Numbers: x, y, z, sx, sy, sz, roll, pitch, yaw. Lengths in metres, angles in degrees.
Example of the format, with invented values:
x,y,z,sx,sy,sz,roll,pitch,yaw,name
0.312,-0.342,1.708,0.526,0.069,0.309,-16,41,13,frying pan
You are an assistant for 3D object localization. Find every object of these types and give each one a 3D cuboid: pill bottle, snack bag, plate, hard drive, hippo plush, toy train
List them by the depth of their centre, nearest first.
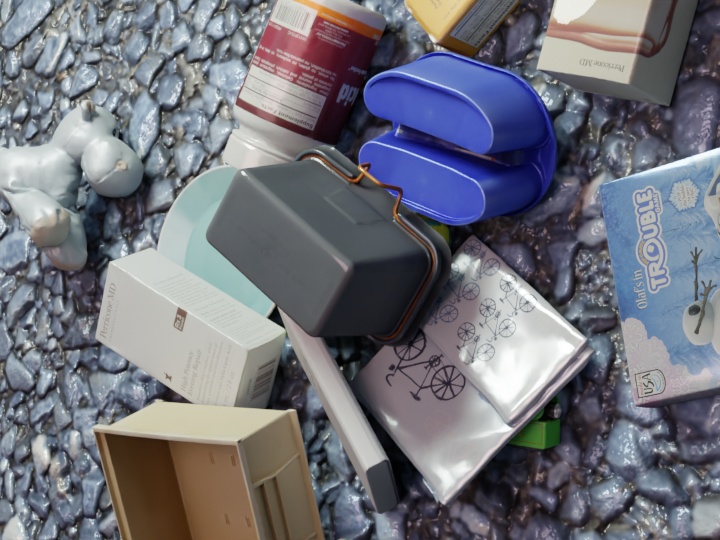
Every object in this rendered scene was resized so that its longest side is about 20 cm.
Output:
x,y,z,sx,sy,sz,roll,pitch,yaw,name
0.091,0.088,1.290,0.200,0.021,0.189,-47,48,5,snack bag
0.100,0.132,1.311,0.200,0.042,0.057,4,96,38,toy train
-0.022,0.126,1.353,0.027,0.132,0.200,-25,62,-7,hard drive
-0.061,-0.188,1.437,0.114,0.114,0.200,31,102,37,pill bottle
-0.146,-0.016,1.531,0.200,0.026,0.201,-7,78,37,plate
-0.341,-0.113,1.649,0.161,0.159,0.200,-38,74,-8,hippo plush

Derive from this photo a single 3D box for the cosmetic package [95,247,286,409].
x,y,z,sx,sy,sz,roll,pitch,yaw,name
-0.182,0.068,1.478,0.200,0.074,0.102,28,118,24,cosmetic package

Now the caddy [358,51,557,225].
x,y,z,sx,sy,sz,roll,pitch,yaw,name
0.092,-0.126,1.318,0.200,0.105,0.142,25,121,37,caddy

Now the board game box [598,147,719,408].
x,y,z,sx,sy,sz,roll,pitch,yaw,name
0.308,-0.001,1.168,0.199,0.043,0.201,-18,72,36,board game box

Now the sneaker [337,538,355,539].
x,y,z,sx,sy,sz,roll,pitch,yaw,name
0.011,0.355,1.328,0.080,0.071,0.201,-7,84,32,sneaker

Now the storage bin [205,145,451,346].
x,y,z,sx,sy,sz,roll,pitch,yaw,name
-0.034,-0.027,1.289,0.200,0.134,0.146,41,115,24,storage bin

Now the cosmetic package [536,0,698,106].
x,y,z,sx,sy,sz,roll,pitch,yaw,name
0.239,-0.257,1.234,0.103,0.087,0.201,15,92,37,cosmetic package

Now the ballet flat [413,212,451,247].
x,y,z,sx,sy,sz,roll,pitch,yaw,name
0.000,0.000,1.389,0.200,0.067,0.067,-34,65,29,ballet flat

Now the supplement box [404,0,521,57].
x,y,z,sx,sy,sz,roll,pitch,yaw,name
0.135,-0.302,1.335,0.200,0.069,0.067,-46,58,21,supplement box

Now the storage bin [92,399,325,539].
x,y,z,sx,sy,sz,roll,pitch,yaw,name
-0.148,0.239,1.412,0.200,0.094,0.199,-1,107,37,storage bin
